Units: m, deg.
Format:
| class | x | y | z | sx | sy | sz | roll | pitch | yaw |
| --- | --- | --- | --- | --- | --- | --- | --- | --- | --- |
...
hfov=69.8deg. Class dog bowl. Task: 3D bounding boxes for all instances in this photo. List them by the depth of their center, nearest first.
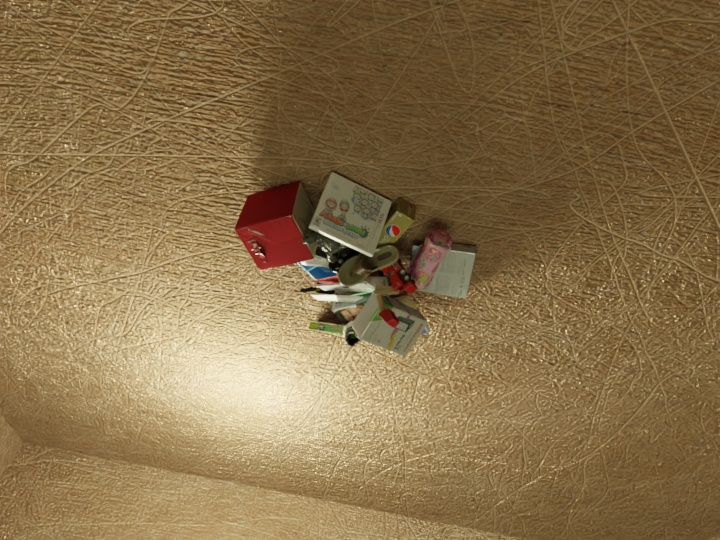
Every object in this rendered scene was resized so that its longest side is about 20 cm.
| class | x | y | z | sx | sy | sz | roll | pitch | yaw |
| --- | --- | --- | --- | --- | --- | --- | --- | --- | --- |
| dog bowl | -0.142 | -0.030 | 1.703 | 0.111 | 0.050 | 0.200 | -25 | 123 | 31 |

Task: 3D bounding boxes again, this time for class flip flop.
| class | x | y | z | sx | sy | sz | roll | pitch | yaw |
| --- | --- | --- | --- | --- | --- | --- | --- | --- | --- |
| flip flop | 0.022 | -0.019 | 1.524 | 0.199 | 0.082 | 0.058 | -23 | 172 | 3 |

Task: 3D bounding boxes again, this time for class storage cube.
| class | x | y | z | sx | sy | sz | roll | pitch | yaw |
| --- | --- | --- | --- | --- | --- | --- | --- | --- | --- |
| storage cube | -0.237 | -0.129 | 1.527 | 0.178 | 0.201 | 0.172 | -13 | 130 | 15 |

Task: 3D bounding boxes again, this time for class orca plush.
| class | x | y | z | sx | sy | sz | roll | pitch | yaw |
| --- | --- | --- | --- | --- | --- | --- | --- | --- | --- |
| orca plush | 0.000 | 0.000 | 1.619 | 0.199 | 0.071 | 0.106 | 16 | 117 | -38 |

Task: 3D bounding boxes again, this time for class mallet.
| class | x | y | z | sx | sy | sz | roll | pitch | yaw |
| --- | --- | --- | --- | --- | --- | --- | --- | --- | --- |
| mallet | -0.157 | 0.061 | 1.720 | 0.065 | 0.200 | 0.042 | 5 | 92 | 27 |

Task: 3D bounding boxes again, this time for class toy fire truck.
| class | x | y | z | sx | sy | sz | roll | pitch | yaw |
| --- | --- | --- | --- | --- | --- | --- | --- | --- | --- |
| toy fire truck | 0.092 | 0.053 | 1.554 | 0.141 | 0.201 | 0.049 | -38 | 147 | 10 |

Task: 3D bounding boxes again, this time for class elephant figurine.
| class | x | y | z | sx | sy | sz | roll | pitch | yaw |
| --- | --- | --- | --- | --- | --- | --- | --- | --- | --- |
| elephant figurine | -0.077 | -0.094 | 1.520 | 0.154 | 0.201 | 0.142 | 8 | 135 | 3 |

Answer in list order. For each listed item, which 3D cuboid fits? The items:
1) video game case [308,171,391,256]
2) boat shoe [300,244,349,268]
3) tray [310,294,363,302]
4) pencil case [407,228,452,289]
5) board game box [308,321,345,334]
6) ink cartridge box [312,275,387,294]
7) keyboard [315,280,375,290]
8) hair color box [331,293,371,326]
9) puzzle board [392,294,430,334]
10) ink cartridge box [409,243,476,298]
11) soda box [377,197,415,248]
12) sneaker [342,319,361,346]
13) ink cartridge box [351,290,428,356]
| class | x | y | z | sx | sy | sz | roll | pitch | yaw |
| --- | --- | --- | --- | --- | --- | --- | --- | --- | --- |
| video game case | -0.025 | -0.160 | 1.466 | 0.199 | 0.183 | 0.024 | 24 | 160 | -12 |
| boat shoe | -0.093 | -0.046 | 1.615 | 0.199 | 0.074 | 0.067 | -4 | 153 | -29 |
| tray | -0.082 | 0.093 | 1.731 | 0.107 | 0.022 | 0.200 | 6 | 175 | -29 |
| pencil case | 0.205 | -0.030 | 1.549 | 0.087 | 0.088 | 0.201 | 17 | 133 | -5 |
| board game box | -0.080 | 0.216 | 1.889 | 0.198 | 0.029 | 0.135 | 8 | 173 | 4 |
| ink cartridge box | -0.036 | 0.049 | 1.660 | 0.199 | 0.051 | 0.160 | 1 | 170 | -41 |
| keyboard | -0.050 | 0.049 | 1.619 | 0.199 | 0.011 | 0.056 | -5 | 162 | 35 |
| hair color box | 0.010 | 0.127 | 1.814 | 0.199 | 0.061 | 0.099 | -14 | 130 | 25 |
| puzzle board | 0.136 | 0.166 | 1.778 | 0.150 | 0.017 | 0.200 | -18 | 130 | 20 |
| ink cartridge box | 0.256 | -0.005 | 1.648 | 0.198 | 0.043 | 0.197 | 9 | 134 | 8 |
| soda box | 0.084 | -0.122 | 1.552 | 0.064 | 0.068 | 0.200 | 27 | 133 | -15 |
| sneaker | 0.017 | 0.192 | 1.737 | 0.200 | 0.088 | 0.074 | -37 | 120 | 27 |
| ink cartridge box | 0.096 | 0.173 | 1.669 | 0.199 | 0.088 | 0.146 | 25 | 104 | -31 |
